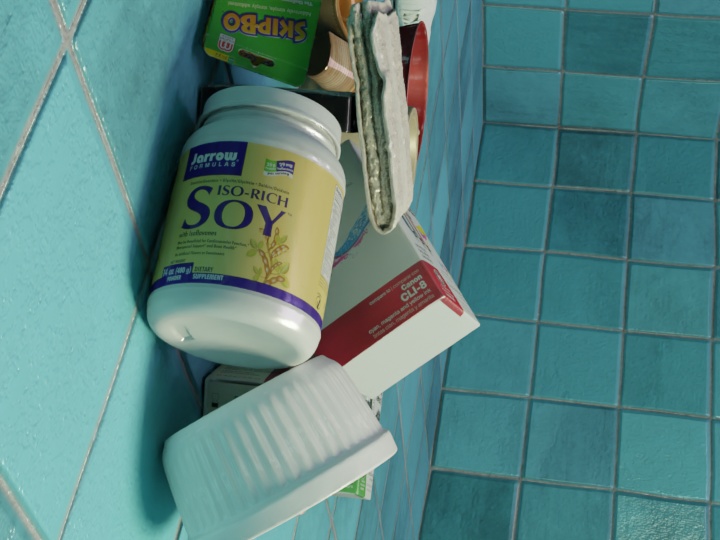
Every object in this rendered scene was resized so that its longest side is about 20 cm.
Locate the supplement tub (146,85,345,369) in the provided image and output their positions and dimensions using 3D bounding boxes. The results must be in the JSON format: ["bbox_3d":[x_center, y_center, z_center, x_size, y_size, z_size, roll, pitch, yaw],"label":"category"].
[{"bbox_3d":[-0.090,-0.034,1.044,0.146,0.143,0.203,72,25,-66],"label":"supplement tub"}]

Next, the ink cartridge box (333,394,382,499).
[{"bbox_3d":[-0.021,0.212,1.759,0.147,0.082,0.203,58,38,-75],"label":"ink cartridge box"}]

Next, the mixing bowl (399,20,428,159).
[{"bbox_3d":[0.028,-0.243,1.732,0.200,0.107,0.203,5,90,-81],"label":"mixing bowl"}]

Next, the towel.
[{"bbox_3d":[0.022,-0.143,1.142,0.133,0.034,0.203,-50,135,-74],"label":"towel"}]

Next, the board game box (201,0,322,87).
[{"bbox_3d":[-0.080,-0.258,1.132,0.030,0.094,0.202,133,-29,-58],"label":"board game box"}]

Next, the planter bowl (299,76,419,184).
[{"bbox_3d":[0.000,-0.145,1.543,0.200,0.133,0.203,5,90,-80],"label":"planter bowl"}]

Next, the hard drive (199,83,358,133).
[{"bbox_3d":[-0.058,-0.152,1.186,0.200,0.138,0.038,-27,122,-78],"label":"hard drive"}]

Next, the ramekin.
[{"bbox_3d":[-0.077,0.156,1.089,0.106,0.199,0.200,62,9,4],"label":"ramekin"}]

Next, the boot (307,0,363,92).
[{"bbox_3d":[-0.004,-0.281,1.427,0.155,0.076,0.203,22,61,-55],"label":"boot"}]

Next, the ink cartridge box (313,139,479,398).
[{"bbox_3d":[0.000,0.000,1.283,0.201,0.144,0.145,59,10,22],"label":"ink cartridge box"}]

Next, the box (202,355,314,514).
[{"bbox_3d":[-0.083,0.152,1.289,0.200,0.107,0.130,-41,135,-76],"label":"box"}]

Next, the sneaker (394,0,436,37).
[{"bbox_3d":[0.089,-0.398,2.112,0.201,0.073,0.117,81,14,-60],"label":"sneaker"}]
